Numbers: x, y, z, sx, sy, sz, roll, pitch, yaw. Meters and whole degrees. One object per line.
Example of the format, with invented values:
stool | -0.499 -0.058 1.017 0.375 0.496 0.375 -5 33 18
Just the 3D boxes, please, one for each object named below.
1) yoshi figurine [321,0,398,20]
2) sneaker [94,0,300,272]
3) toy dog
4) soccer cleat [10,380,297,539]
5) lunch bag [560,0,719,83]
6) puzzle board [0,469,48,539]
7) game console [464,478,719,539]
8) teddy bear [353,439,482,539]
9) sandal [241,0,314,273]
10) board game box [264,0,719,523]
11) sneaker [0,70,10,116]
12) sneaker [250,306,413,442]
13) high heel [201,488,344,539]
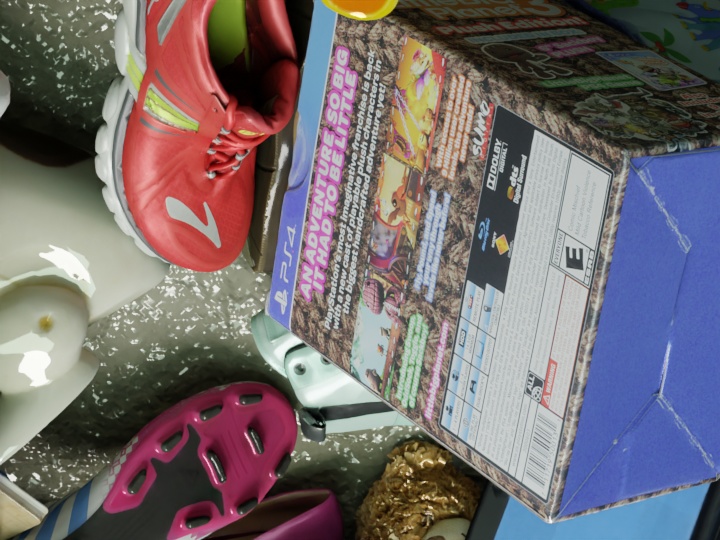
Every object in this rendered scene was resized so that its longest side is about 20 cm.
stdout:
yoshi figurine | -0.020 -0.203 1.111 0.111 0.201 0.113 1 155 8
sneaker | -0.065 -0.072 1.188 0.077 0.085 0.201 -29 138 -32
toy dog | -0.192 -0.035 1.245 0.194 0.140 0.200 -37 113 14
soccer cleat | -0.121 0.120 1.350 0.086 0.200 0.070 5 129 57
lunch bag | 0.173 -0.037 1.222 0.199 0.127 0.171 -5 126 -32
puzzle board | -0.258 0.098 1.355 0.151 0.017 0.200 40 145 -17
game console | 0.152 0.138 1.301 0.116 0.176 0.201 19 92 -37
teddy bear | 0.094 0.160 1.392 0.200 0.067 0.145 36 115 -19
sandal | -0.019 -0.083 1.240 0.054 0.082 0.201 -3 128 -19
board game box | 0.065 -0.018 1.117 0.097 0.200 0.160 -9 120 -37
sneaker | -0.194 -0.010 1.158 0.087 0.075 0.200 31 122 -10
sneaker | 0.000 0.001 1.287 0.118 0.074 0.201 -11 124 3
high heel | -0.110 0.141 1.394 0.199 0.068 0.096 2 128 -12
